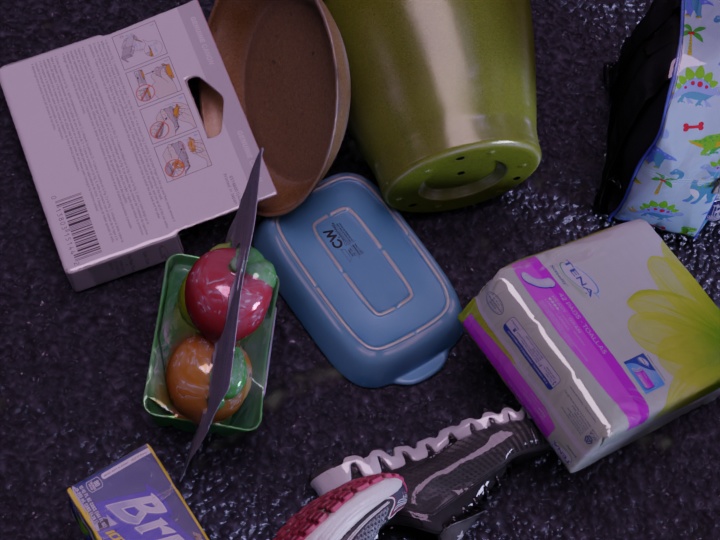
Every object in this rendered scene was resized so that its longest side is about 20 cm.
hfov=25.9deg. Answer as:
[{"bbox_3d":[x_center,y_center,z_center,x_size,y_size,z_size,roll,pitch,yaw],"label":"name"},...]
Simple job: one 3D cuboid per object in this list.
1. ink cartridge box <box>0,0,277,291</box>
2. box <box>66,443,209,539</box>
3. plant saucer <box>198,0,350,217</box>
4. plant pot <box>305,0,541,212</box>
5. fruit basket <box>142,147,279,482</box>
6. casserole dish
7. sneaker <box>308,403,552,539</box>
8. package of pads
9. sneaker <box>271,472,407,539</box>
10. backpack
[{"bbox_3d":[-0.180,-0.103,1.263,0.176,0.045,0.200,-20,67,-7],"label":"ink cartridge box"},{"bbox_3d":[-0.127,0.226,1.100,0.070,0.064,0.200,-29,70,-19],"label":"box"},{"bbox_3d":[-0.063,-0.143,1.236,0.035,0.200,0.200,-6,61,-36],"label":"plant saucer"},{"bbox_3d":[0.060,-0.157,1.250,0.200,0.200,0.193,-11,71,-11],"label":"plant pot"},{"bbox_3d":[-0.093,0.038,1.126,0.094,0.200,0.186,14,61,-15],"label":"fruit basket"},{"bbox_3d":[0.000,0.000,1.243,0.121,0.039,0.200,-29,68,-19],"label":"casserole dish"},{"bbox_3d":[0.068,0.161,1.155,0.200,0.066,0.091,-16,69,-10],"label":"sneaker"},{"bbox_3d":[0.186,0.049,1.185,0.200,0.068,0.155,-17,64,-42],"label":"package of pads"},{"bbox_3d":[-0.033,0.212,1.057,0.075,0.081,0.200,49,57,-7],"label":"sneaker"},{"bbox_3d":[0.279,-0.140,1.251,0.147,0.200,0.183,9,62,-1],"label":"backpack"}]
